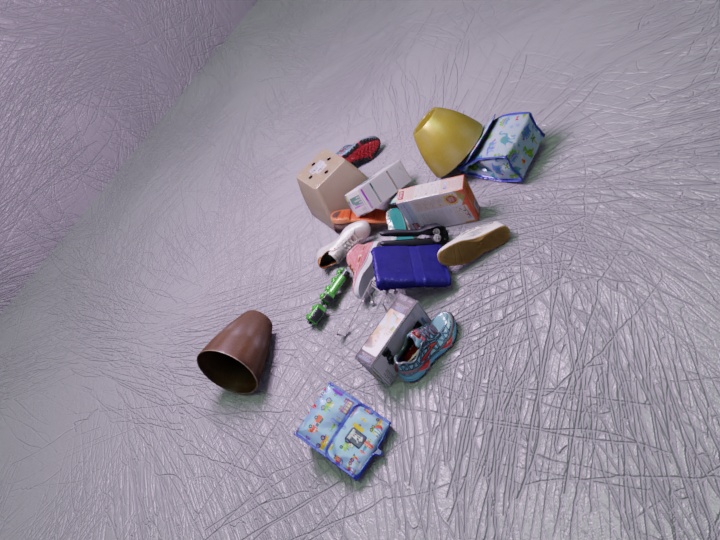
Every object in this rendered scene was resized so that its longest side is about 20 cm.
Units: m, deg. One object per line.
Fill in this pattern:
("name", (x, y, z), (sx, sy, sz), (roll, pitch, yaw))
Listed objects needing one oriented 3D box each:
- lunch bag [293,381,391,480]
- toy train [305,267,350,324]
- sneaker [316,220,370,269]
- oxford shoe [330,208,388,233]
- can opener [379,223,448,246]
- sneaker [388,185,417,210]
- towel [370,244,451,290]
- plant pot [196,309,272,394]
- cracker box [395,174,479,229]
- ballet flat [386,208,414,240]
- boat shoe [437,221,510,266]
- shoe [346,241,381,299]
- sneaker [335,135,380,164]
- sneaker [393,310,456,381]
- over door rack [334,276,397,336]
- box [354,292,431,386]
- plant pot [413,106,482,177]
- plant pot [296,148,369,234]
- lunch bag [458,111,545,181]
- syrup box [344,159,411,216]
("lunch bag", (-0.029, 0.385, 1.309), (0.199, 0.094, 0.151), (26, 71, 31))
("toy train", (-0.092, 0.073, 1.609), (0.200, 0.042, 0.056), (-56, 11, -16))
("sneaker", (-0.048, -0.068, 1.675), (0.200, 0.073, 0.085), (-38, 25, 18))
("oxford shoe", (0.010, -0.147, 1.719), (0.199, 0.073, 0.071), (3, 39, 15))
("can opener", (0.149, -0.091, 1.530), (0.199, 0.064, 0.079), (-9, 3, -13))
("sneaker", (0.178, -0.220, 1.650), (0.199, 0.078, 0.087), (0, 53, 34))
("towel", (0.131, -0.006, 1.470), (0.199, 0.050, 0.148), (-1, 44, -6))
("plant pot", (-0.337, 0.217, 1.593), (0.186, 0.187, 0.200), (-7, 38, 30))
("cracker box", (0.217, -0.184, 1.549), (0.199, 0.134, 0.058), (-9, 51, 28))
("ballet flat", (0.119, -0.089, 1.590), (0.071, 0.072, 0.201), (-23, 55, 17))
("boat shoe", (0.290, -0.073, 1.460), (0.199, 0.071, 0.069), (-21, 31, -2))
("shoe", (0.000, 0.000, 1.601), (0.091, 0.072, 0.201), (-4, 49, 34))
("sneaker", (-0.026, -0.421, 1.938), (0.199, 0.079, 0.096), (-27, 40, 10))
("sneaker", (0.156, 0.172, 1.331), (0.079, 0.096, 0.200), (27, 74, 44))
("over door rack", (0.039, 0.130, 1.475), (0.200, 0.067, 0.148), (-55, 43, 1))
("box", (0.085, 0.171, 1.368), (0.060, 0.117, 0.200), (25, 71, 41))
("plant pot", (0.241, -0.399, 1.642), (0.200, 0.142, 0.200), (-48, 17, 19))
("plant pot", (-0.088, -0.273, 1.800), (0.200, 0.177, 0.200), (-46, 44, -6))
("lunch bag", (0.392, -0.352, 1.583), (0.200, 0.127, 0.170), (11, 64, 54))
("syrup box", (0.055, -0.251, 1.692), (0.200, 0.082, 0.079), (-38, 12, -31))
